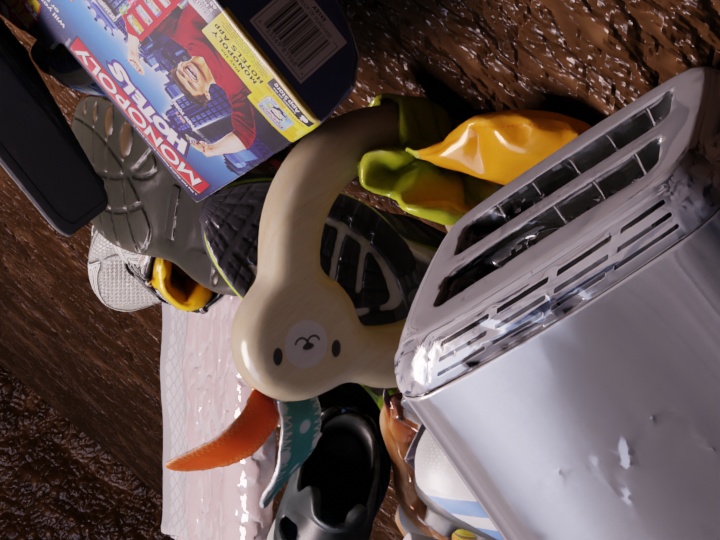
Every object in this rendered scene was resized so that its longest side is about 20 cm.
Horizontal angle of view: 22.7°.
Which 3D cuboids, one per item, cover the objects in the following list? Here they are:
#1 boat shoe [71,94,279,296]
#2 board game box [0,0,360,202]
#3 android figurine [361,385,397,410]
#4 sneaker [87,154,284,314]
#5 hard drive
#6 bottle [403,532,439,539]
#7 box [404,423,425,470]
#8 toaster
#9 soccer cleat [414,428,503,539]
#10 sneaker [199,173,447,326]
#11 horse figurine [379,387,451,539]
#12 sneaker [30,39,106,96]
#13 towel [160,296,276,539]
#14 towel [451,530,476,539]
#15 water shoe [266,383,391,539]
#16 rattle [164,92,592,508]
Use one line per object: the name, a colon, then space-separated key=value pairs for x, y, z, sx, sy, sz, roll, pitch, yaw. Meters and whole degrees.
boat shoe: x=-0.087 y=-0.040 z=0.976 sx=0.073 sy=0.076 sz=0.199 roll=-4 pitch=-153 yaw=-41
board game box: x=-0.100 y=-0.133 z=0.777 sx=0.200 sy=0.062 sz=0.199 roll=51 pitch=156 yaw=-9
android figurine: x=-0.015 y=0.038 z=1.188 sx=0.200 sy=0.041 sz=0.182 roll=43 pitch=165 yaw=0
sneaker: x=-0.117 y=-0.013 z=1.088 sx=0.077 sy=0.083 sz=0.200 roll=29 pitch=150 yaw=-20
hard drive: x=-0.195 y=-0.114 z=0.891 sx=0.140 sy=0.033 sz=0.200 roll=54 pitch=179 yaw=-35
bottle: x=0.111 y=0.179 z=0.884 sx=0.198 sy=0.084 sz=0.066 roll=18 pitch=127 yaw=-4
box: x=0.134 y=0.117 z=0.927 sx=0.143 sy=0.036 sz=0.199 roll=46 pitch=145 yaw=-19
toaster: x=0.107 y=0.022 z=0.626 sx=0.199 sy=0.114 sz=0.129 roll=-33 pitch=108 yaw=32
soccer cleat: x=0.123 y=0.110 z=0.839 sx=0.198 sy=0.087 sz=0.070 roll=22 pitch=-155 yaw=-4
sneaker: x=0.000 y=0.000 z=0.888 sx=0.199 sy=0.075 sz=0.081 roll=22 pitch=-174 yaw=-35
horse figurine: x=0.059 y=0.158 z=1.084 sx=0.133 sy=0.050 sz=0.200 roll=47 pitch=172 yaw=23
sneaker: x=-0.103 y=-0.102 z=0.940 sx=0.088 sy=0.075 sz=0.199 roll=49 pitch=164 yaw=-31
towel: x=-0.094 y=0.092 z=1.163 sx=0.032 sy=0.203 sz=0.191 roll=0 pitch=-177 yaw=-21
towel: x=0.091 y=0.174 z=0.968 sx=0.085 sy=0.018 sz=0.201 roll=6 pitch=142 yaw=8
water shoe: x=-0.007 y=0.113 z=1.079 sx=0.071 sy=0.079 sz=0.201 roll=21 pitch=-149 yaw=-8
rattle: x=0.012 y=0.025 z=0.768 sx=0.142 sy=0.200 sz=0.131 roll=24 pitch=159 yaw=46
